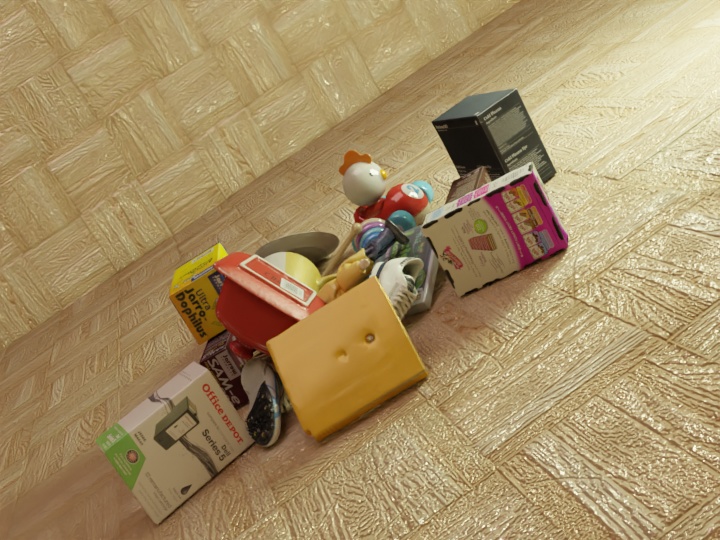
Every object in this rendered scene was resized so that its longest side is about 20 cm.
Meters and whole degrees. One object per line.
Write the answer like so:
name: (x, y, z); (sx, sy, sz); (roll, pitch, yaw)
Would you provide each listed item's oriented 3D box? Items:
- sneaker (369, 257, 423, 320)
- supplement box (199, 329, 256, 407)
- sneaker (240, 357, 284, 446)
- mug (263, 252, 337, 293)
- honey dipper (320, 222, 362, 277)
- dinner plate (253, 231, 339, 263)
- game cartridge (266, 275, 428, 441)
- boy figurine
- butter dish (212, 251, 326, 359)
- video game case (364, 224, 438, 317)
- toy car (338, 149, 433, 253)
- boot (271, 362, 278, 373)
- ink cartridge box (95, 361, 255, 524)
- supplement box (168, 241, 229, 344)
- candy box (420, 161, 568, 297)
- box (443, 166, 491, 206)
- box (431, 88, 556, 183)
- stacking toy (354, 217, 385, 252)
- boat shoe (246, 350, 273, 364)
sneaker: (0.047, 0.054, 1.546); (0.079, 0.077, 0.203); (-11, 43, 30)
supplement box: (-0.229, 0.157, 1.737); (0.060, 0.110, 0.201); (-28, 16, 9)
sneaker: (-0.147, 0.211, 1.521); (0.072, 0.072, 0.201); (-51, 26, 16)
mug: (-0.133, 0.052, 1.784); (0.187, 0.149, 0.154); (-45, 17, 16)
honey dipper: (-0.057, -0.008, 1.891); (0.201, 0.038, 0.038); (-54, 16, 5)
dinner plate: (-0.140, -0.037, 2.106); (0.195, 0.025, 0.201); (-11, -20, -4)
game cartridge: (-0.023, 0.130, 1.393); (0.198, 0.032, 0.178); (-31, 59, 5)
boy figurine: (0.000, 0.000, 1.659); (0.201, 0.064, 0.124); (-49, -1, -3)
butter dish: (-0.166, 0.076, 1.561); (0.150, 0.197, 0.200); (-60, 0, 9)
video game case: (0.060, 0.010, 1.672); (0.179, 0.023, 0.203); (-21, 38, 34)
toy car: (0.036, -0.170, 2.011); (0.174, 0.202, 0.185); (-22, 20, 30)
boot: (-0.049, 0.132, 1.489); (0.145, 0.071, 0.200); (-56, 33, -10)
ink cartridge box: (-0.285, 0.263, 1.473); (0.199, 0.147, 0.084); (-39, 18, -19)
supplement box: (-0.282, 0.039, 1.783); (0.108, 0.110, 0.200); (-31, 15, 1)
candy box: (0.212, -0.063, 1.502); (0.197, 0.138, 0.061); (-25, 16, 21)
box: (0.201, -0.094, 1.679); (0.074, 0.101, 0.201); (-24, 17, 22)
box: (0.256, -0.241, 1.840); (0.103, 0.184, 0.199); (-35, 17, -15)
stacking toy: (0.037, -0.032, 1.848); (0.084, 0.086, 0.201); (-30, 22, 6)
boat shoe: (-0.117, 0.126, 1.682); (0.199, 0.073, 0.075); (-39, 18, -21)
